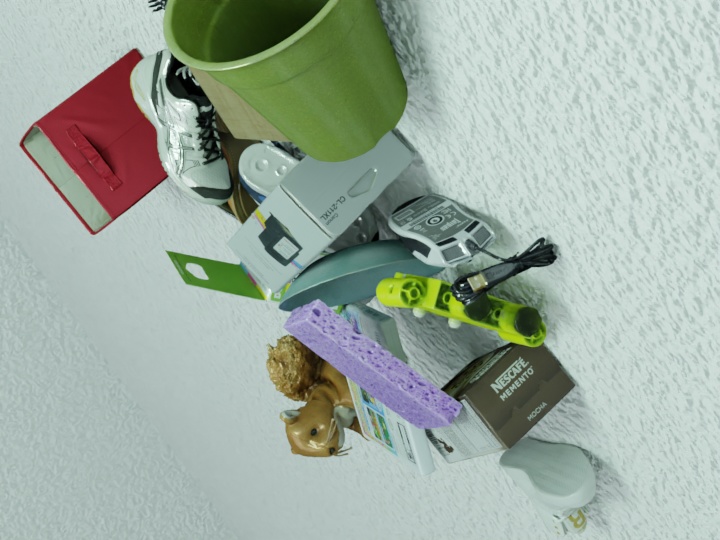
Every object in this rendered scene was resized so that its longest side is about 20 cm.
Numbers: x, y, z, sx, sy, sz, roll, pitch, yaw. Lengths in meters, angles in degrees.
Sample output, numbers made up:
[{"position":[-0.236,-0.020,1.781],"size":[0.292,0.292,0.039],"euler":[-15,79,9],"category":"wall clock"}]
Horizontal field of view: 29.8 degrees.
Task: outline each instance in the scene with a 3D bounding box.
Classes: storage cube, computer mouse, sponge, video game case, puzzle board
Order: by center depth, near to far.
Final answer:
[{"position":[0.101,-0.024,1.375],"size":[0.200,0.109,0.044],"euler":[36,151,54],"category":"computer mouse"},{"position":[-0.098,-0.193,1.443],"size":[0.150,0.017,0.200],"euler":[6,157,19],"category":"puzzle board"},{"position":[0.011,0.106,1.495],"size":[0.200,0.030,0.112],"euler":[37,163,-9],"category":"sponge"},{"position":[0.022,0.135,1.657],"size":[0.182,0.024,0.201],"euler":[23,131,65],"category":"video game case"},{"position":[-0.350,-0.179,1.909],"size":[0.171,0.180,0.200],"euler":[52,161,-9],"category":"storage cube"}]

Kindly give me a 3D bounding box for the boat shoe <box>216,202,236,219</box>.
[{"position":[-0.133,-0.072,1.813],"size":[0.200,0.065,0.072],"euler":[38,156,26],"category":"boat shoe"}]

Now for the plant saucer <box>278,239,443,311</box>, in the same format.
[{"position":[0.000,0.000,1.519],"size":[0.201,0.200,0.039],"euler":[135,122,-70],"category":"plant saucer"}]

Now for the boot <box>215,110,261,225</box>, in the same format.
[{"position":[-0.196,-0.158,1.753],"size":[0.155,0.077,0.201],"euler":[19,139,44],"category":"boot"}]

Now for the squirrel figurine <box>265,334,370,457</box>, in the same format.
[{"position":[-0.047,0.171,1.899],"size":[0.200,0.187,0.142],"euler":[37,158,30],"category":"squirrel figurine"}]

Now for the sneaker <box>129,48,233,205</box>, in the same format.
[{"position":[-0.205,-0.174,1.639],"size":[0.087,0.076,0.201],"euler":[-23,99,43],"category":"sneaker"}]

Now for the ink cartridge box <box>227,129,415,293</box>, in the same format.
[{"position":[-0.045,-0.076,1.458],"size":[0.083,0.146,0.200],"euler":[45,153,-3],"category":"ink cartridge box"}]

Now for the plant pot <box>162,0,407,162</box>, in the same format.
[{"position":[-0.047,-0.204,1.250],"size":[0.200,0.200,0.190],"euler":[30,167,42],"category":"plant pot"}]

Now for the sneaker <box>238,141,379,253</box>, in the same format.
[{"position":[-0.061,-0.082,1.655],"size":[0.200,0.081,0.146],"euler":[35,177,3],"category":"sneaker"}]

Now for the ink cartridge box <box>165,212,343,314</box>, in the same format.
[{"position":[-0.124,-0.018,1.658],"size":[0.199,0.076,0.148],"euler":[11,-166,-22],"category":"ink cartridge box"}]

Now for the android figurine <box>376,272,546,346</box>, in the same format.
[{"position":[0.105,0.039,1.437],"size":[0.181,0.041,0.200],"euler":[17,176,-24],"category":"android figurine"}]

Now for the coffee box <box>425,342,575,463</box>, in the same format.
[{"position":[0.148,0.150,1.555],"size":[0.080,0.113,0.200],"euler":[50,160,0],"category":"coffee box"}]

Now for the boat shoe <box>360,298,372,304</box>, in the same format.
[{"position":[-0.038,0.017,1.792],"size":[0.065,0.074,0.199],"euler":[22,173,-40],"category":"boat shoe"}]

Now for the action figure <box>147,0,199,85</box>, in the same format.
[{"position":[-0.161,-0.258,1.476],"size":[0.200,0.102,0.119],"euler":[41,148,24],"category":"action figure"}]

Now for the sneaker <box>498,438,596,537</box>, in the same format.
[{"position":[0.252,0.272,1.635],"size":[0.116,0.074,0.200],"euler":[52,170,-13],"category":"sneaker"}]
